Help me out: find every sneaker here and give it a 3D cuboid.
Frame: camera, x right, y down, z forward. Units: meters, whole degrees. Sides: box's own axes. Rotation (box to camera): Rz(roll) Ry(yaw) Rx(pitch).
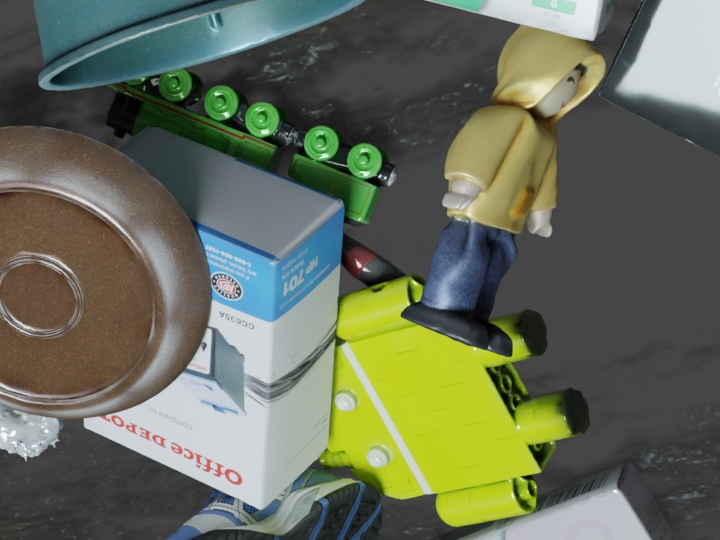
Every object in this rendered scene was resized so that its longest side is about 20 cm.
[{"bbox_3d":[-0.081,0.180,1.515,0.077,0.200,0.076,22,119,44],"label":"sneaker"}]

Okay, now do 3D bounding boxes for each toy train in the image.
[{"bbox_3d":[-0.074,-0.082,1.487,0.200,0.042,0.056,22,92,10],"label":"toy train"}]

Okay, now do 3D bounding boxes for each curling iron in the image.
[{"bbox_3d":[0.000,0.000,1.517,0.200,0.026,0.050,30,142,0],"label":"curling iron"}]

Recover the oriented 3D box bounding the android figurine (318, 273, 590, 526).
[{"bbox_3d":[0.043,0.085,1.514,0.200,0.041,0.182,-14,114,33],"label":"android figurine"}]

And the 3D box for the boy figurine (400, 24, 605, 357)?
[{"bbox_3d":[0.091,-0.051,1.409,0.064,0.124,0.200,20,87,31],"label":"boy figurine"}]

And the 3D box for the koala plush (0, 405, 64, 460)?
[{"bbox_3d":[-0.259,0.030,1.550,0.200,0.177,0.184,29,120,-3],"label":"koala plush"}]

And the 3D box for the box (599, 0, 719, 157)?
[{"bbox_3d":[0.257,-0.122,1.285,0.200,0.149,0.124,27,120,7],"label":"box"}]

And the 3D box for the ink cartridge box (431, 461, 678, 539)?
[{"bbox_3d":[0.155,0.240,1.556,0.162,0.057,0.200,-26,98,29],"label":"ink cartridge box"}]

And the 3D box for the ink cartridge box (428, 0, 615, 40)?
[{"bbox_3d":[0.081,-0.246,1.356,0.161,0.050,0.200,16,121,14],"label":"ink cartridge box"}]

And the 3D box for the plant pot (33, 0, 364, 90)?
[{"bbox_3d":[-0.116,-0.225,1.352,0.200,0.200,0.196,-18,89,27],"label":"plant pot"}]

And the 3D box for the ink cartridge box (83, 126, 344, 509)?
[{"bbox_3d":[-0.095,0.030,1.482,0.146,0.086,0.200,22,129,22],"label":"ink cartridge box"}]

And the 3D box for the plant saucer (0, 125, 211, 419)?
[{"bbox_3d":[-0.189,0.010,1.407,0.200,0.032,0.200,4,119,7],"label":"plant saucer"}]
